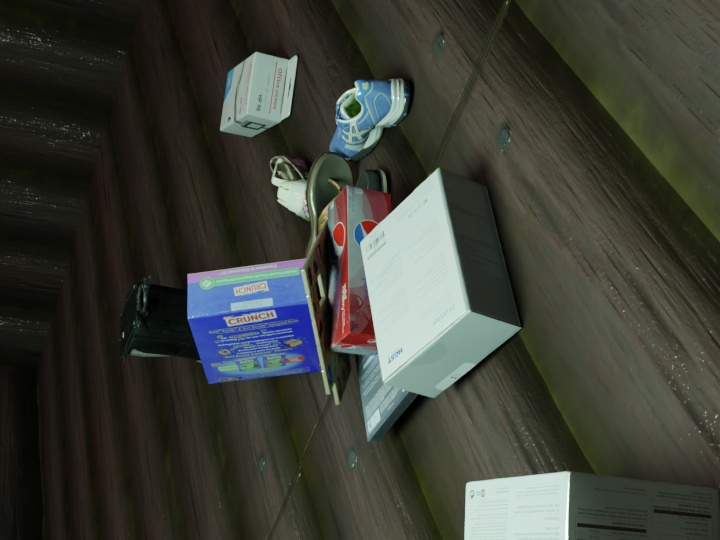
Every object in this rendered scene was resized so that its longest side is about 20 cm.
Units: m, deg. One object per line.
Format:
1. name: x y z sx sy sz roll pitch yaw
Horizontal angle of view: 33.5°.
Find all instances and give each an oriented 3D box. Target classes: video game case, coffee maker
1. video game case: 0.031 0.089 1.472 0.143 0.019 0.200 124 148 -43
2. coffee maker: -0.302 0.095 2.069 0.192 0.199 0.135 157 118 -66

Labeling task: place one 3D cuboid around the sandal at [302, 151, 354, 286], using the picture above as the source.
1. sandal: -0.039 -0.066 1.690 0.055 0.082 0.201 4 83 50

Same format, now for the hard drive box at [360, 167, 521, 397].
1. hard drive box: 0.084 0.014 1.338 0.156 0.077 0.200 -43 41 38

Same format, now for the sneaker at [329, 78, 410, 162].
1. sneaker: -0.004 -0.215 1.663 0.200 0.077 0.076 136 136 -56

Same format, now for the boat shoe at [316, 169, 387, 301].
1. boat shoe: -0.011 -0.043 1.635 0.074 0.063 0.202 -142 65 -67

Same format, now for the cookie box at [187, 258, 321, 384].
1. cookie box: -0.144 0.074 1.671 0.200 0.171 0.075 87 175 -59

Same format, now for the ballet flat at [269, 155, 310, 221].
1. ballet flat: -0.101 -0.129 1.858 0.069 0.071 0.200 -70 26 20

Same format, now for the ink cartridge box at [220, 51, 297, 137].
1. ink cartridge box: -0.182 -0.315 2.122 0.200 0.067 0.116 169 110 -65

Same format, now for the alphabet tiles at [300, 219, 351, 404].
1. alphabet tiles: -0.038 0.058 1.501 0.167 0.008 0.201 -70 -28 -66

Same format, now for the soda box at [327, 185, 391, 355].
1. soda box: 0.000 0.000 1.478 0.070 0.063 0.201 138 136 -56

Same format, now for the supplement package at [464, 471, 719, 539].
1. supplement package: 0.181 0.271 0.954 0.152 0.150 0.201 -26 58 61
